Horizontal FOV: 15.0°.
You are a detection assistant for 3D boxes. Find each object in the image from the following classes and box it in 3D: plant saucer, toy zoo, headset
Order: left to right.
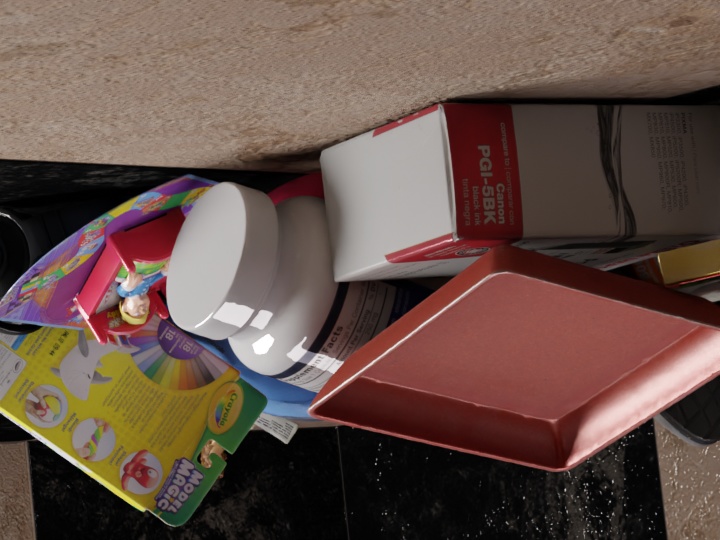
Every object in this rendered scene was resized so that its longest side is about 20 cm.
[{"bbox_3d":[-0.232,-0.012,1.773,0.199,0.094,0.124,-21,168,-4],"label":"headset"},{"bbox_3d":[0.101,0.049,1.619,0.199,0.037,0.200,14,147,-31],"label":"plant saucer"},{"bbox_3d":[0.244,-0.013,1.640,0.131,0.021,0.200,-13,176,7],"label":"toy zoo"}]

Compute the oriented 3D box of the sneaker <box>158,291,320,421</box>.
[{"bbox_3d":[-0.093,0.037,1.898,0.200,0.066,0.078,32,163,9],"label":"sneaker"}]

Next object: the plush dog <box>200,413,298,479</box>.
[{"bbox_3d":[-0.115,0.069,2.283,0.199,0.161,0.172,-5,-160,9],"label":"plush dog"}]

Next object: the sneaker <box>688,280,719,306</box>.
[{"bbox_3d":[0.271,0.028,1.660,0.200,0.071,0.080,-14,174,28],"label":"sneaker"}]

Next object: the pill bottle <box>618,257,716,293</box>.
[{"bbox_3d":[0.183,-0.013,1.863,0.114,0.115,0.200,-2,172,-35],"label":"pill bottle"}]

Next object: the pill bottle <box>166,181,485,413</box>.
[{"bbox_3d":[-0.013,0.020,1.700,0.200,0.116,0.116,21,160,-29],"label":"pill bottle"}]

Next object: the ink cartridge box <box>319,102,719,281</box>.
[{"bbox_3d":[0.099,-0.046,1.624,0.199,0.083,0.147,-2,171,-30],"label":"ink cartridge box"}]

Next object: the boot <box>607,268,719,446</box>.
[{"bbox_3d":[0.166,0.062,1.805,0.070,0.200,0.132,-30,154,-26],"label":"boot"}]

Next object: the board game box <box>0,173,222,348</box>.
[{"bbox_3d":[-0.137,0.005,1.745,0.158,0.039,0.200,-36,166,13],"label":"board game box"}]

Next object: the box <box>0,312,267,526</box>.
[{"bbox_3d":[-0.173,0.075,1.859,0.200,0.117,0.048,36,170,-1],"label":"box"}]

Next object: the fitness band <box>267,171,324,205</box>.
[{"bbox_3d":[0.000,0.000,1.801,0.143,0.038,0.200,-19,143,27],"label":"fitness band"}]
